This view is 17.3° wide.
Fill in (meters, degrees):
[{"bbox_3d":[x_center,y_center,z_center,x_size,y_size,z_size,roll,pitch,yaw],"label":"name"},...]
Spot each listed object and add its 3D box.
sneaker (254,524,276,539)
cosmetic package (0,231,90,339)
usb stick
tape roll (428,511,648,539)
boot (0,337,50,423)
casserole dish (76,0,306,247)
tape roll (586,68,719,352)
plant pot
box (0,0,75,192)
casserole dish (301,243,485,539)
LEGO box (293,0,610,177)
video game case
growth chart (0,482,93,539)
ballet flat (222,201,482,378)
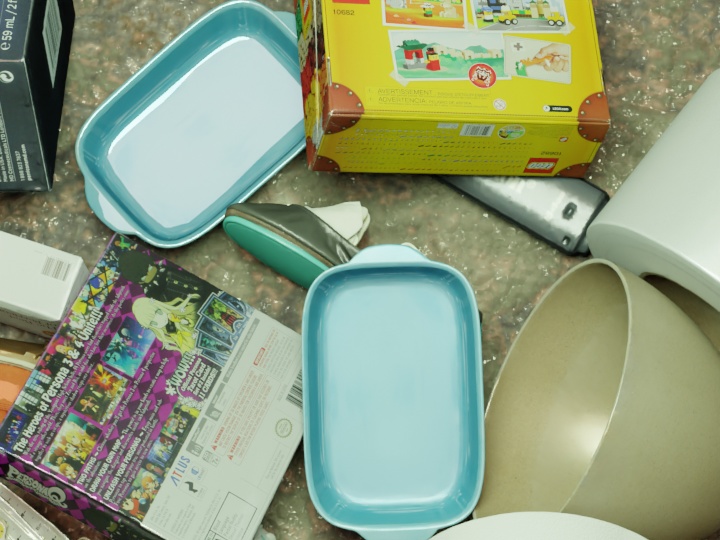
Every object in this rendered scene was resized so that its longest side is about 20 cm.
[{"bbox_3d":[-0.079,0.203,1.589,0.080,0.070,0.201,-17,73,-22],"label":"sneaker"},{"bbox_3d":[-0.286,-0.006,1.641,0.199,0.083,0.051,18,78,8],"label":"cosmetic package"},{"bbox_3d":[0.083,-0.077,1.667,0.199,0.033,0.056,31,77,10],"label":"usb stick"},{"bbox_3d":[0.116,0.229,1.501,0.201,0.204,0.037,4,46,4],"label":"tape roll"},{"bbox_3d":[-0.239,0.097,1.624,0.199,0.075,0.108,18,94,3],"label":"boot"},{"bbox_3d":[-0.108,-0.100,1.672,0.200,0.039,0.121,-42,80,-7],"label":"casserole dish"},{"bbox_3d":[0.266,-0.016,1.555,0.202,0.203,0.139,39,80,12],"label":"tape roll"},{"bbox_3d":[0.178,0.110,1.545,0.134,0.200,0.202,22,75,-17],"label":"plant pot"},{"bbox_3d":[-0.308,-0.156,1.621,0.197,0.124,0.201,-3,43,2],"label":"box"},{"bbox_3d":[0.022,0.083,1.581,0.120,0.039,0.202,-2,92,2],"label":"casserole dish"},{"bbox_3d":[0.061,-0.148,1.627,0.198,0.077,0.150,1,61,-12],"label":"LEGO box"},{"bbox_3d":[-0.129,0.093,1.569,0.180,0.036,0.201,29,51,-4],"label":"video game case"},{"bbox_3d":[-0.269,0.199,1.596,0.199,0.018,0.145,33,100,6],"label":"growth chart"},{"bbox_3d":[0.000,0.000,1.636,0.199,0.068,0.069,36,69,-1],"label":"ballet flat"}]
